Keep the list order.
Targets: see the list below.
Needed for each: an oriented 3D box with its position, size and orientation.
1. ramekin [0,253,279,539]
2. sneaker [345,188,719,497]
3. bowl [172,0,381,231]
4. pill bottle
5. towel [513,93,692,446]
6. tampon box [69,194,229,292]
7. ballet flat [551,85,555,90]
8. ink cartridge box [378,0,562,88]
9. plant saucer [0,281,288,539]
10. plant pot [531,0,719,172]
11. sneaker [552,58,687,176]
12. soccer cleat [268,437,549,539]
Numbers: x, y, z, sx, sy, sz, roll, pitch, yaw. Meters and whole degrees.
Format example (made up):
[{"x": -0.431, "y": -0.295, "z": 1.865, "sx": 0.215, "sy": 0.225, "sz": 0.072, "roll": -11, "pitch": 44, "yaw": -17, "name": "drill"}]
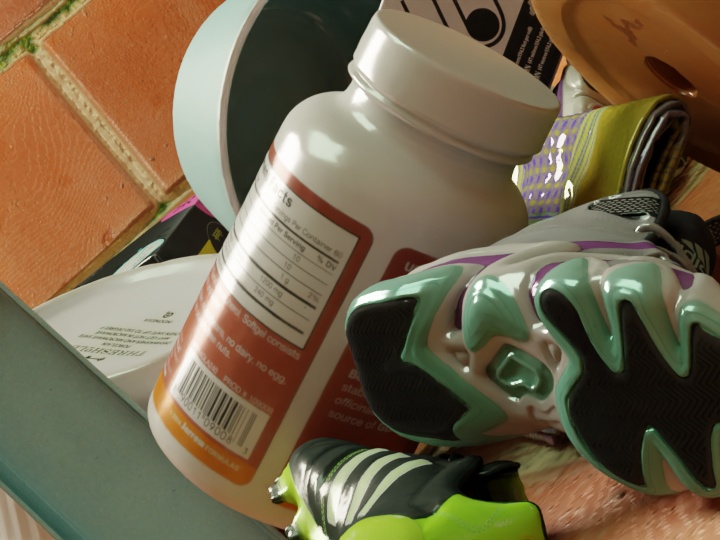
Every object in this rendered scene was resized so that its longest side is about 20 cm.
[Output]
[{"x": -0.102, "y": 0.065, "z": 1.010, "sx": 0.201, "sy": 0.095, "sz": 0.202, "roll": -15, "pitch": 17, "yaw": 5, "name": "ramekin"}, {"x": 0.103, "y": 0.009, "z": 0.702, "sx": 0.140, "sy": 0.078, "sz": 0.200, "roll": -26, "pitch": 22, "yaw": -35, "name": "sneaker"}, {"x": -0.026, "y": -0.086, "z": 1.166, "sx": 0.201, "sy": 0.201, "sz": 0.105, "roll": -44, "pitch": 31, "yaw": -26, "name": "bowl"}, {"x": 0.000, "y": 0.000, "z": 0.857, "sx": 0.201, "sy": 0.112, "sz": 0.112, "roll": -62, "pitch": 2, "yaw": 17, "name": "pill bottle"}, {"x": 0.070, "y": -0.004, "z": 0.876, "sx": 0.144, "sy": 0.023, "sz": 0.200, "roll": -69, "pitch": 17, "yaw": -5, "name": "towel"}, {"x": -0.144, "y": 0.071, "z": 1.276, "sx": 0.200, "sy": 0.126, "sz": 0.150, "roll": -37, "pitch": 10, "yaw": 16, "name": "tampon box"}, {"x": 0.104, "y": -0.072, "z": 1.165, "sx": 0.067, "sy": 0.062, "sz": 0.200, "roll": -34, "pitch": 10, "yaw": 31, "name": "ballet flat"}, {"x": 0.040, "y": -0.074, "z": 1.049, "sx": 0.044, "sy": 0.094, "sz": 0.201, "roll": -61, "pitch": -8, "yaw": -66, "name": "ink cartridge box"}, {"x": -0.118, "y": 0.083, "z": 0.907, "sx": 0.070, "sy": 0.200, "sz": 0.019, "roll": -52, "pitch": -17, "yaw": 6, "name": "plant saucer"}, {"x": 0.160, "y": -0.127, "z": 0.819, "sx": 0.140, "sy": 0.200, "sz": 0.200, "roll": -53, "pitch": 11, "yaw": -9, "name": "plant pot"}, {"x": 0.100, "y": -0.044, "z": 1.003, "sx": 0.083, "sy": 0.081, "sz": 0.200, "roll": -42, "pitch": 8, "yaw": 27, "name": "sneaker"}, {"x": 0.018, "y": 0.093, "z": 0.733, "sx": 0.081, "sy": 0.068, "sz": 0.200, "roll": -24, "pitch": 9, "yaw": -7, "name": "soccer cleat"}]
